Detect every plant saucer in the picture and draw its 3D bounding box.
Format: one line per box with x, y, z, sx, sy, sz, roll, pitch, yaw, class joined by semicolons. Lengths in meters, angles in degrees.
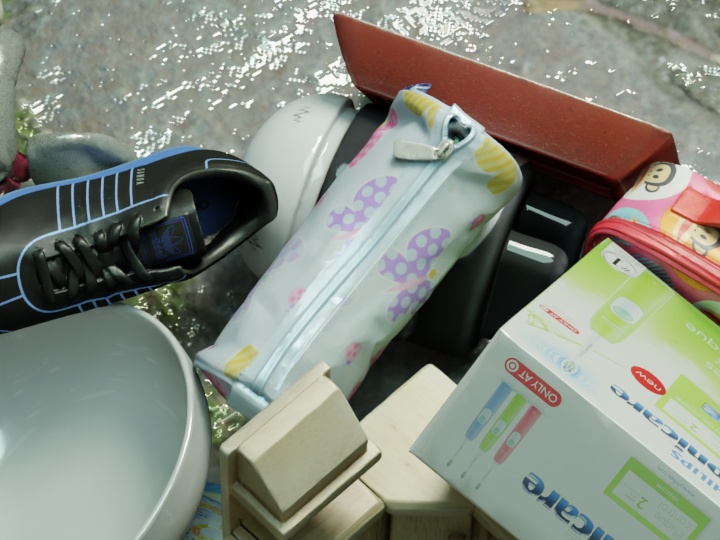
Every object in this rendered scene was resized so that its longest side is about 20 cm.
0.084;-0.087;1.528;0.199;0.200;0.037;21;90;9;plant saucer

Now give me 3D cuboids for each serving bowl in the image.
-0.158;0.116;1.409;0.200;0.066;0.201;-19;48;22;serving bowl

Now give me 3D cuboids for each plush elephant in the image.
-0.213;-0.043;1.496;0.165;0.155;0.200;-47;25;13;plush elephant

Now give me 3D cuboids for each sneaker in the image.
-0.137;-0.016;1.412;0.200;0.070;0.078;-27;23;-28;sneaker

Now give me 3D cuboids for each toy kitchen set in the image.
0.024;0.155;1.317;0.200;0.163;0.180;-39;65;-23;toy kitchen set

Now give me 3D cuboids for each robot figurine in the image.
0.024;-0.024;1.507;0.199;0.150;0.125;20;89;8;robot figurine

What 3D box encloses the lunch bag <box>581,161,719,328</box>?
0.215;0.032;1.448;0.200;0.176;0.082;32;58;16;lunch bag

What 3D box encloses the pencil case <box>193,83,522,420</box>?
0.000;0.000;1.389;0.083;0.091;0.200;39;84;-10;pencil case

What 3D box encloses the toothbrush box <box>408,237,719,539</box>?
0.132;0.079;1.324;0.146;0.086;0.200;39;24;8;toothbrush box

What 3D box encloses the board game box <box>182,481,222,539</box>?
-0.042;0.186;1.413;0.199;0.034;0.135;9;57;5;board game box
